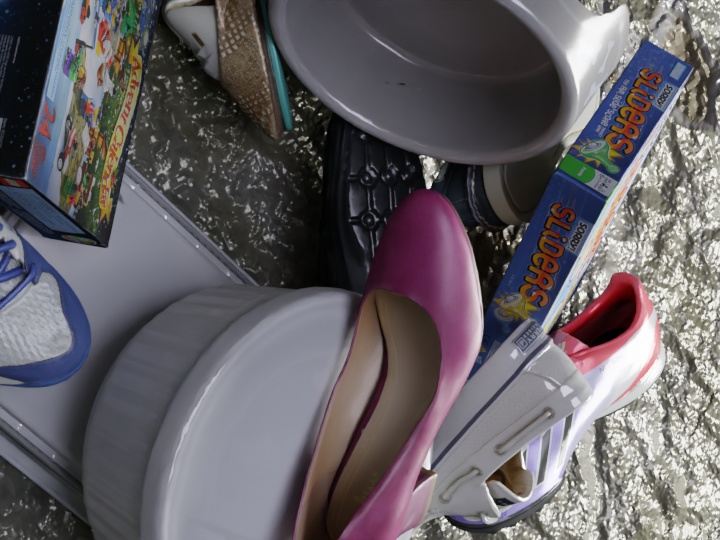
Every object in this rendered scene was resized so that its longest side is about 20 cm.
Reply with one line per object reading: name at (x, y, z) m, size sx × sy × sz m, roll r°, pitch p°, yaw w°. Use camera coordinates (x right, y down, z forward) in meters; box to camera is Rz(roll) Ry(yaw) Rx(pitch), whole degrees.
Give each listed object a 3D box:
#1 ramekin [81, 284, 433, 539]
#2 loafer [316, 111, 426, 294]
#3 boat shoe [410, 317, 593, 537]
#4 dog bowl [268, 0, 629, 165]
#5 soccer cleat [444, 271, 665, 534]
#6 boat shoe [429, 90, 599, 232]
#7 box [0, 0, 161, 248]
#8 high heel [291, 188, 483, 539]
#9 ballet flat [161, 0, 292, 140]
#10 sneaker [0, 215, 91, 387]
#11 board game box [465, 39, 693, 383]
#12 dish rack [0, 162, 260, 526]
ramekin at (-0.060, 0.100, 1.122) m, size 0.201 × 0.094 × 0.204 m, roll -17°, pitch 114°, yaw -43°
loafer at (0.000, 0.000, 1.219) m, size 0.068 × 0.070 × 0.203 m, roll -5°, pitch 92°, yaw -37°
boat shoe at (0.065, 0.113, 1.205) m, size 0.070 × 0.200 × 0.071 m, roll 42°, pitch 35°, yaw 6°
dog bowl at (0.040, -0.132, 1.119) m, size 0.200 × 0.199 × 0.059 m, roll 41°, pitch 56°, yaw -29°
soccer cleat at (0.116, 0.080, 1.297) m, size 0.200 × 0.068 × 0.074 m, roll -41°, pitch 135°, yaw -29°
boat shoe at (0.095, -0.087, 1.264) m, size 0.075 × 0.061 × 0.201 m, roll 61°, pitch 36°, yaw -29°
box at (-0.140, -0.125, 1.045) m, size 0.137 × 0.037 × 0.202 m, roll 50°, pitch 49°, yaw -74°
high heel at (0.009, 0.062, 1.059) m, size 0.096 × 0.067 × 0.202 m, roll -24°, pitch 123°, yaw -52°
ballet flat at (-0.083, -0.168, 1.163) m, size 0.065 × 0.071 × 0.202 m, roll -10°, pitch 98°, yaw -5°
sneaker at (-0.210, -0.017, 1.034) m, size 0.200 × 0.088 × 0.075 m, roll 43°, pitch 69°, yaw -10°
board game box at (0.119, -0.021, 1.216) m, size 0.034 × 0.201 × 0.136 m, roll 30°, pitch 48°, yaw 7°
dish rack at (-0.138, 0.034, 1.145) m, size 0.200 × 0.043 × 0.172 m, roll 44°, pitch 69°, yaw -30°
